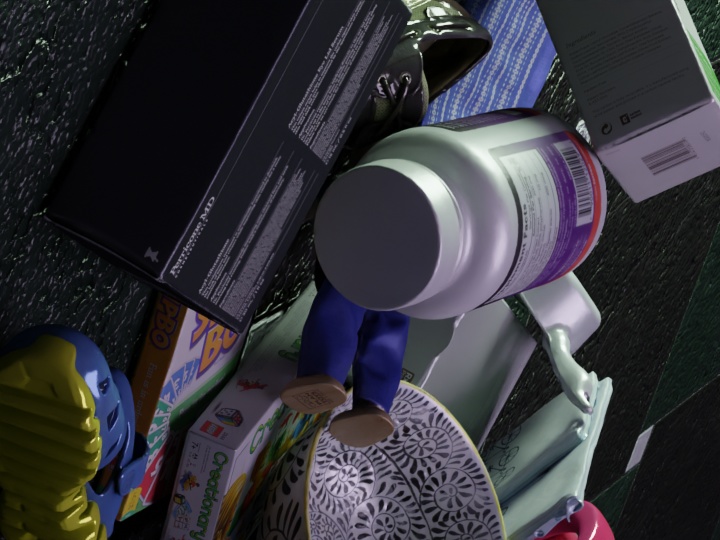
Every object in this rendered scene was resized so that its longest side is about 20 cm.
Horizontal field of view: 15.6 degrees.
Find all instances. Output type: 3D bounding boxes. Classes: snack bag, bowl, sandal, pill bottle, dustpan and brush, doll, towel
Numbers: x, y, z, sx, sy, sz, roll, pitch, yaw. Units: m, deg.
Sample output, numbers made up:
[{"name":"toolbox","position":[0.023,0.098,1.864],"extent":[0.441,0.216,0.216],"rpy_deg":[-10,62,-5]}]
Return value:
[{"name":"snack bag","position":[0.085,0.160,1.775],"extent":[0.188,0.021,0.200],"rpy_deg":[-37,-169,23]},{"name":"bowl","position":[-0.003,0.174,1.621],"extent":[0.200,0.094,0.202],"rpy_deg":[26,55,-46]},{"name":"sandal","position":[-0.150,0.080,1.363],"extent":[0.087,0.079,0.200],"rpy_deg":[-57,168,-29]},{"name":"pill bottle","position":[0.057,-0.032,1.537],"extent":[0.200,0.111,0.112],"rpy_deg":[-16,129,-60]},{"name":"dustpan and brush","position":[0.132,0.030,1.825],"extent":[0.057,0.200,0.140],"rpy_deg":[-37,129,0]},{"name":"doll","position":[0.000,0.000,1.585],"extent":[0.136,0.048,0.201],"rpy_deg":[35,49,-29]},{"name":"towel","position":[0.094,-0.145,1.767],"extent":[0.145,0.024,0.200],"rpy_deg":[-66,160,4]}]

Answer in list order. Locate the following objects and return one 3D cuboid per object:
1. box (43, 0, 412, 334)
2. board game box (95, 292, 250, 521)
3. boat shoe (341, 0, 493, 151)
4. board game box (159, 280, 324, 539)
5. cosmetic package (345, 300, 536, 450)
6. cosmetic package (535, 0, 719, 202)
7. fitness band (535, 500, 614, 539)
[{"name":"box","position":[-0.065,-0.083,1.362],"extent":[0.201,0.079,0.141],"rpy_deg":[-62,163,-5]},{"name":"board game box","position":[-0.096,0.042,1.515],"extent":[0.095,0.030,0.201],"rpy_deg":[-25,134,-62]},{"name":"boat shoe","position":[0.012,-0.112,1.537],"extent":[0.201,0.066,0.072],"rpy_deg":[-42,151,-47]},{"name":"board game box","position":[-0.064,0.104,1.607],"extent":[0.200,0.034,0.127],"rpy_deg":[-52,161,-55]},{"name":"cosmetic package","position":[0.048,0.054,1.808],"extent":[0.107,0.090,0.200],"rpy_deg":[-59,157,-8]},{"name":"cosmetic package","position":[0.161,-0.158,1.648],"extent":[0.084,0.201,0.108],"rpy_deg":[-24,159,13]},{"name":"fitness band","position":[0.082,0.219,1.734],"extent":[0.199,0.038,0.144],"rpy_deg":[-31,-168,24]}]
